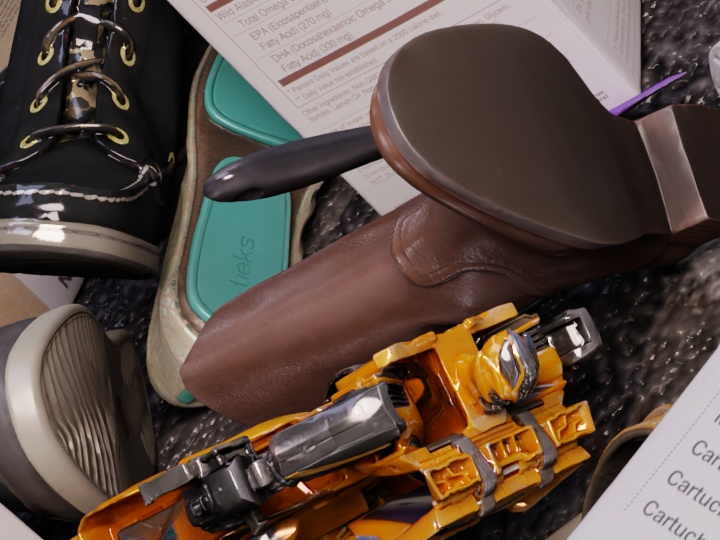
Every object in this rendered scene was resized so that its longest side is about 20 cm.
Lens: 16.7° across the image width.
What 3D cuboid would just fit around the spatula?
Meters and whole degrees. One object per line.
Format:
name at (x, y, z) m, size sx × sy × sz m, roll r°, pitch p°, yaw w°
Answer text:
spatula at (0.028, -0.040, 0.798) m, size 0.056 × 0.200 × 0.021 m, roll -33°, pitch 71°, yaw 47°

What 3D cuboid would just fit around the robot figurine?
robot figurine at (-0.013, 0.069, 0.736) m, size 0.145 × 0.058 × 0.200 m, roll -19°, pitch -9°, yaw -47°

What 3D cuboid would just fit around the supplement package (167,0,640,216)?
supplement package at (0.000, -0.136, 0.883) m, size 0.117 × 0.200 × 0.117 m, roll -26°, pitch 36°, yaw 29°

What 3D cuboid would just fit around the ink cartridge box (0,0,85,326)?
ink cartridge box at (-0.180, -0.043, 1.109) m, size 0.165 × 0.075 × 0.200 m, roll -9°, pitch 46°, yaw 42°

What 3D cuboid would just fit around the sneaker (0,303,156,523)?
sneaker at (-0.132, 0.061, 0.844) m, size 0.106 × 0.075 × 0.200 m, roll -13°, pitch -5°, yaw 0°

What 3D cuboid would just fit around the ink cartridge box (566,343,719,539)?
ink cartridge box at (0.133, 0.097, 0.572) m, size 0.200 × 0.041 × 0.199 m, roll -51°, pitch 46°, yaw -8°

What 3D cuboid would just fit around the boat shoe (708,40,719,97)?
boat shoe at (0.187, -0.041, 0.696) m, size 0.071 × 0.072 × 0.200 m, roll -45°, pitch 41°, yaw -16°

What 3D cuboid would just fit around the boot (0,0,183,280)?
boot at (-0.101, -0.076, 0.890) m, size 0.204 × 0.073 × 0.154 m, roll -100°, pitch 15°, yaw -86°

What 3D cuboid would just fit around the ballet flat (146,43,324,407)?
ballet flat at (-0.048, -0.032, 0.958) m, size 0.062 × 0.067 × 0.200 m, roll -54°, pitch 14°, yaw 48°

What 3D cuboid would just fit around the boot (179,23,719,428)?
boot at (0.000, 0.000, 0.757) m, size 0.200 × 0.186 × 0.064 m, roll -25°, pitch 67°, yaw 34°

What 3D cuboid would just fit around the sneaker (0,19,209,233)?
sneaker at (-0.088, -0.094, 1.030) m, size 0.060 × 0.104 × 0.200 m, roll 11°, pitch 62°, yaw 54°

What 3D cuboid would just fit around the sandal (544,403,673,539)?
sandal at (0.085, 0.070, 0.689) m, size 0.200 × 0.055 × 0.082 m, roll -32°, pitch 34°, yaw 22°

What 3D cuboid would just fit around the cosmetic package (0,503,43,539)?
cosmetic package at (-0.164, 0.109, 0.797) m, size 0.113 × 0.200 × 0.081 m, roll -10°, pitch 46°, yaw 44°
